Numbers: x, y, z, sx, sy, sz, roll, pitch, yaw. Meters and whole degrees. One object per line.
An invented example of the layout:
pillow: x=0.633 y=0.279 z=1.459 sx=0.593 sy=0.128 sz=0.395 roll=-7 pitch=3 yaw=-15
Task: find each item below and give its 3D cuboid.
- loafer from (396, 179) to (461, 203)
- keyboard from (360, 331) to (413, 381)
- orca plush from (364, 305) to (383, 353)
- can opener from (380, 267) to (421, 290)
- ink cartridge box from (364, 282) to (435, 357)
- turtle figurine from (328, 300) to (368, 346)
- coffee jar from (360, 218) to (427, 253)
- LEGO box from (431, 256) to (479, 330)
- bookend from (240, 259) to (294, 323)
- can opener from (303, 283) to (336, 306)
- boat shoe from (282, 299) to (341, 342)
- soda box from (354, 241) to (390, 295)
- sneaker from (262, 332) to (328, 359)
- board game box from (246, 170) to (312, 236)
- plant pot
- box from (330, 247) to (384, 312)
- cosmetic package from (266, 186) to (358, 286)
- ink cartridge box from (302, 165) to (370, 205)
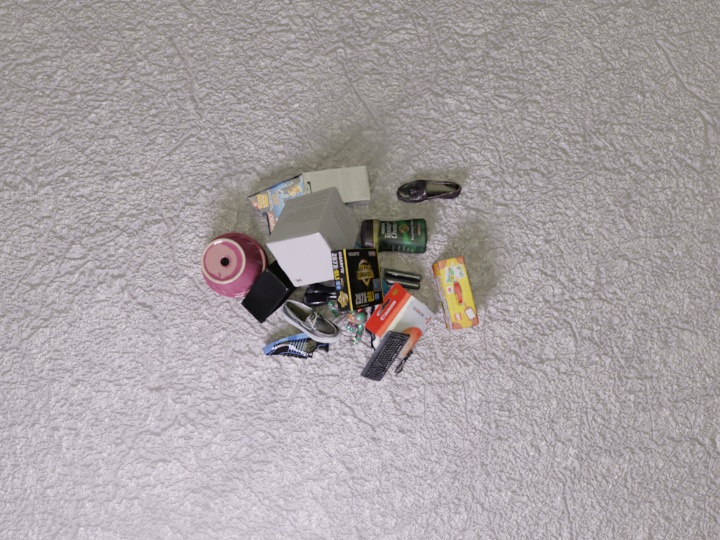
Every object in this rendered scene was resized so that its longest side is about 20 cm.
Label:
loafer: x=0.212 y=-0.250 z=1.709 sx=0.199 sy=0.063 sz=0.072 roll=-3 pitch=86 yaw=0
keyboard: x=0.092 y=0.259 z=1.637 sx=0.127 sy=0.021 sz=0.200 roll=12 pitch=126 yaw=-25
orca plush: x=0.034 y=0.167 z=1.677 sx=0.071 sy=0.105 sz=0.201 roll=-10 pitch=98 yaw=33
can opener: x=0.087 y=0.018 z=1.690 sx=0.199 sy=0.066 sz=0.053 roll=12 pitch=73 yaw=2
ink cartridge box: x=0.120 y=0.146 z=1.627 sx=0.050 sy=0.200 sz=0.162 roll=34 pitch=85 yaw=42
turtle figurine: x=-0.026 y=0.140 z=1.608 sx=0.100 sy=0.200 sz=0.150 roll=-26 pitch=93 yaw=-10
coffee jar: x=0.100 y=-0.104 z=1.684 sx=0.199 sy=0.085 sz=0.105 roll=-1 pitch=68 yaw=0
LEGO box: x=0.278 y=0.069 z=1.644 sx=0.077 sy=0.149 sz=0.201 roll=-13 pitch=86 yaw=-1
bookend: x=-0.230 y=0.030 z=1.663 sx=0.092 sy=0.199 sz=0.200 roll=44 pitch=43 yaw=2
can opener: x=-0.074 y=0.071 z=1.688 sx=0.199 sy=0.063 sz=0.079 roll=-6 pitch=66 yaw=-2
boat shoe: x=-0.147 y=0.149 z=1.637 sx=0.199 sy=0.071 sz=0.072 roll=23 pitch=58 yaw=12
soda box: x=0.000 y=0.000 z=1.633 sx=0.064 sy=0.068 sz=0.200 roll=-42 pitch=72 yaw=22
sneaker: x=-0.192 y=0.236 z=1.672 sx=0.199 sy=0.070 sz=0.078 roll=-16 pitch=79 yaw=-2
board game box: x=-0.239 y=-0.186 z=1.703 sx=0.199 sy=0.062 sz=0.201 roll=-10 pitch=87 yaw=-2
plant pot: x=-0.383 y=-0.021 z=1.636 sx=0.199 sy=0.179 sz=0.201 roll=0 pitch=85 yaw=0
box: x=-0.005 y=0.021 z=1.484 sx=0.049 sy=0.200 sz=0.160 roll=-6 pitch=90 yaw=26
cosmetic package: x=-0.125 y=-0.092 z=1.528 sx=0.166 sy=0.200 sz=0.168 roll=-11 pitch=130 yaw=24
ink cartridge box: x=-0.075 y=-0.253 z=1.700 sx=0.199 sy=0.050 sz=0.109 roll=-8 pitch=86 yaw=-10
